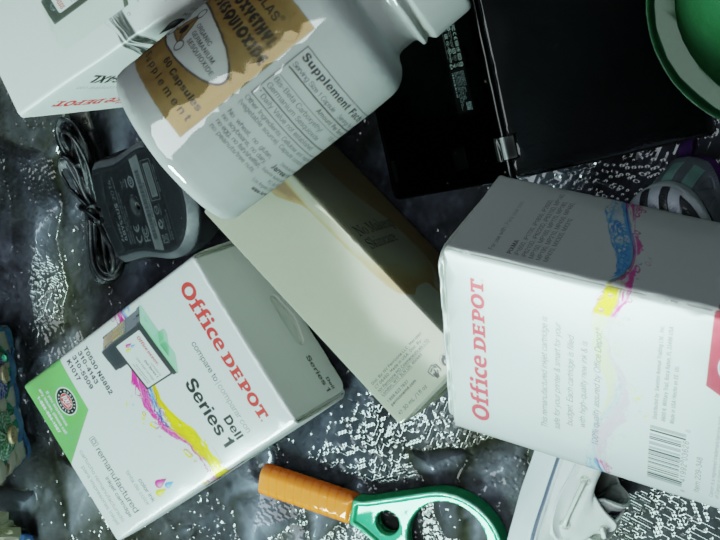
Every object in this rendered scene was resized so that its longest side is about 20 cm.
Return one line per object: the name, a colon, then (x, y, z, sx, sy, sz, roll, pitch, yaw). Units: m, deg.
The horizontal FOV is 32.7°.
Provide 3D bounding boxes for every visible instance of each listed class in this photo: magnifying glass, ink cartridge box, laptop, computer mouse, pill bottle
magnifying glass: (0.014, 0.185, 0.918, 0.200, 0.022, 0.080, 15, 106, 23)
ink cartridge box: (-0.135, 0.090, 0.934, 0.200, 0.084, 0.145, -35, 84, 26)
laptop: (0.103, -0.158, 0.815, 0.200, 0.116, 0.188, -6, 98, 55)
ink cartridge box: (0.155, 0.042, 0.705, 0.200, 0.086, 0.148, 17, 134, 25)
computer mouse: (-0.156, -0.059, 0.916, 0.200, 0.053, 0.139, 2, 107, 53)
ink cartridge box: (-0.141, -0.189, 0.848, 0.200, 0.146, 0.084, -27, 88, 28)
pill bottle: (-0.038, -0.133, 0.745, 0.200, 0.114, 0.114, -37, 83, 7)

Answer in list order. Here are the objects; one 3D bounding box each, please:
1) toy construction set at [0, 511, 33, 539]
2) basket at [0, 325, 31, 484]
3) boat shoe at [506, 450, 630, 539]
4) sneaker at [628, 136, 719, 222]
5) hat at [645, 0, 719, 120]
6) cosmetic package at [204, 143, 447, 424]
toy construction set: (-0.333, 0.279, 1.036, 0.092, 0.131, 0.200, 23, 105, 20)
basket: (-0.362, 0.117, 0.981, 0.139, 0.200, 0.177, -3, 99, 26)
boat shoe: (0.146, 0.151, 0.820, 0.065, 0.074, 0.200, 20, 109, 25)
sneaker: (0.226, 0.018, 0.764, 0.074, 0.088, 0.200, 0, 125, 36)
hat: (0.220, -0.159, 0.656, 0.200, 0.176, 0.166, 29, 105, 14)
cosmetic package: (0.000, 0.000, 0.843, 0.200, 0.105, 0.071, 46, 113, 9)
